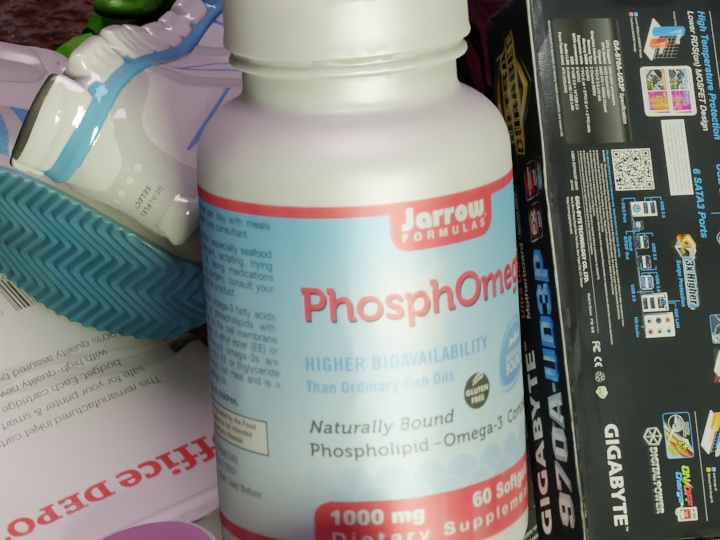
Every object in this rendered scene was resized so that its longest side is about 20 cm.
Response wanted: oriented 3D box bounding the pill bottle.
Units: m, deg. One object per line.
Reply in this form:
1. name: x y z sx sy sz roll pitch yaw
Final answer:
1. pill bottle: 0.000 0.000 0.937 0.108 0.201 0.109 -3 15 1

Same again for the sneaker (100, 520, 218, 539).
1. sneaker: -0.057 0.191 0.940 0.080 0.089 0.201 -10 59 19

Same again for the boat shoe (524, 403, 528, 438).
1. boat shoe: 0.058 0.003 1.035 0.200 0.071 0.091 31 72 17

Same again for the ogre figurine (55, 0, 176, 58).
1. ogre figurine: -0.085 -0.078 1.190 0.098 0.200 0.120 31 78 -17

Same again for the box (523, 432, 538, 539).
1. box: 0.133 0.063 1.050 0.200 0.048 0.158 -41 63 -11

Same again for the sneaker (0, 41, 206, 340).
1. sneaker: -0.124 -0.043 1.077 0.199 0.077 0.081 28 54 27

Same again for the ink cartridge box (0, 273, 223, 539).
1. ink cartridge box: -0.129 0.071 1.068 0.145 0.085 0.200 -23 45 -27

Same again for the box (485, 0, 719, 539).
1. box: 0.133 0.000 0.969 0.158 0.046 0.201 -3 79 -18

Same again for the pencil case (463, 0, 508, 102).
1. pencil case: 0.064 -0.138 1.319 0.091 0.094 0.200 -36 44 5

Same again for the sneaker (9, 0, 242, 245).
1. sneaker: -0.052 -0.058 1.034 0.086 0.075 0.200 37 32 5
